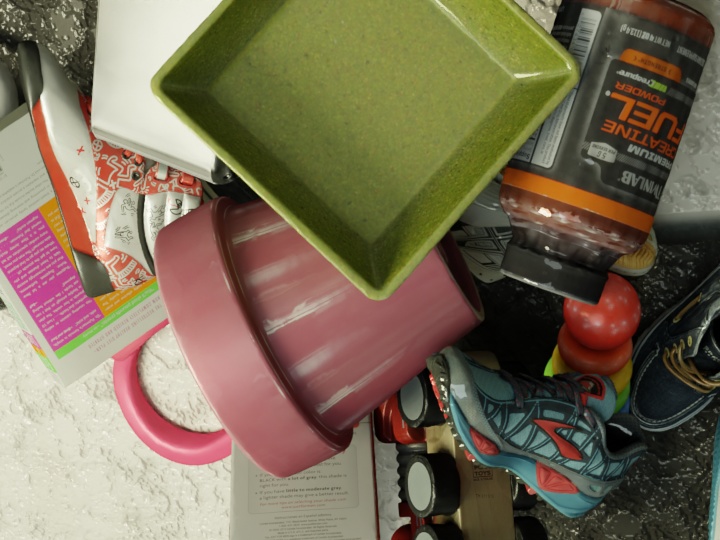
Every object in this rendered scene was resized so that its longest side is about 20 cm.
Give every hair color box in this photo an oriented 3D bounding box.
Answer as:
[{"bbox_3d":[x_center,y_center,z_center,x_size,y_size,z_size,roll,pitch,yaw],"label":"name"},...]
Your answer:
[{"bbox_3d":[-0.043,0.147,1.195,0.110,0.201,0.064,-4,137,1],"label":"hair color box"}]

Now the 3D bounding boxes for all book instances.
[{"bbox_3d":[-0.231,-0.027,1.208,0.048,0.133,0.201,19,140,55],"label":"book"}]

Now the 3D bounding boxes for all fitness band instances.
[{"bbox_3d":[-0.135,0.088,1.333,0.199,0.037,0.144,-35,101,34],"label":"fitness band"}]

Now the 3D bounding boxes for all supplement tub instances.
[{"bbox_3d":[0.156,-0.082,1.027,0.106,0.107,0.202,18,94,14],"label":"supplement tub"}]

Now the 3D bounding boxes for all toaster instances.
[{"bbox_3d":[-0.092,-0.169,1.094,0.118,0.181,0.202,19,121,17],"label":"toaster"}]

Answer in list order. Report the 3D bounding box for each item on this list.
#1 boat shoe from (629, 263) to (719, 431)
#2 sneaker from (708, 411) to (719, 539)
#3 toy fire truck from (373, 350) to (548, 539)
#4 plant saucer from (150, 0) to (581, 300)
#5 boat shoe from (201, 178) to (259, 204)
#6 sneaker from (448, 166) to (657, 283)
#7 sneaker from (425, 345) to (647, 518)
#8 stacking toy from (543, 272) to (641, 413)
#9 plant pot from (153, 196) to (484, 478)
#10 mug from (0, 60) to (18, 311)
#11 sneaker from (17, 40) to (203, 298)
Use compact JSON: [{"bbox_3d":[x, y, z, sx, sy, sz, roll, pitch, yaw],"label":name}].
[{"bbox_3d":[0.245,0.058,1.114,0.071,0.091,0.201,35,124,3],"label":"boat shoe"},{"bbox_3d":[0.303,0.159,1.158,0.080,0.077,0.202,4,123,12],"label":"sneaker"},{"bbox_3d":[0.062,0.161,1.208,0.200,0.127,0.178,-22,71,61],"label":"toy fire truck"},{"bbox_3d":[0.003,-0.118,0.983,0.200,0.048,0.200,42,85,-3],"label":"plant saucer"},{"bbox_3d":[-0.126,-0.064,1.234,0.200,0.062,0.075,47,130,13],"label":"boat shoe"},{"bbox_3d":[0.123,-0.027,1.143,0.199,0.076,0.088,22,130,22],"label":"sneaker"},{"bbox_3d":[0.124,0.091,1.054,0.095,0.080,0.200,-37,134,19],"label":"sneaker"},{"bbox_3d":[0.168,0.077,1.131,0.085,0.086,0.201,19,138,14],"label":"stacking toy"},{"bbox_3d":[-0.020,0.017,1.081,0.178,0.200,0.201,-28,103,10],"label":"plant pot"},{"bbox_3d":[-0.341,-0.088,1.275,0.174,0.147,0.202,20,100,27],"label":"mug"},{"bbox_3d":[-0.180,-0.086,1.152,0.107,0.067,0.203,-17,113,-8],"label":"sneaker"}]
